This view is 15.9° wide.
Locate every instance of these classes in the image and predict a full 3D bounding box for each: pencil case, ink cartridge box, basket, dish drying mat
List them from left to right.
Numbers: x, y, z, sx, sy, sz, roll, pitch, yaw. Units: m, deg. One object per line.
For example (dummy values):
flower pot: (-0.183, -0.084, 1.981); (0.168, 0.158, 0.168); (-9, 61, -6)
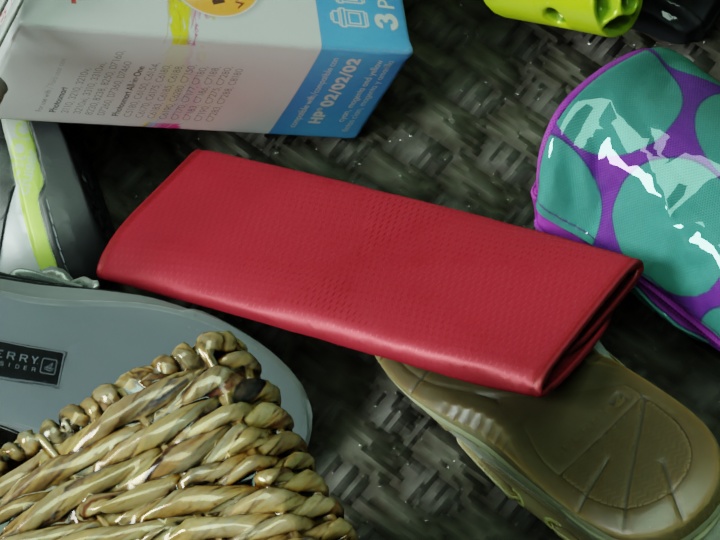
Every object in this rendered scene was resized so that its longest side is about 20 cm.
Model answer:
ink cartridge box: (-0.090, -0.121, 1.000); (0.199, 0.068, 0.116); (2, 61, -23)
basket: (-0.051, 0.142, 0.847); (0.142, 0.200, 0.149); (-29, 64, -5)
dish drying mat: (0.000, 0.000, 0.948); (0.199, 0.018, 0.077); (15, 45, 32)
pencil case: (0.153, 0.009, 0.934); (0.200, 0.085, 0.092); (41, 80, 23)

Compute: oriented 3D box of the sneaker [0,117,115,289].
sneaker: (-0.162, -0.065, 1.037); (0.083, 0.072, 0.201); (-22, 63, 3)

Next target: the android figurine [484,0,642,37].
android figurine: (0.109, -0.174, 1.023); (0.200, 0.041, 0.182); (16, 67, 42)

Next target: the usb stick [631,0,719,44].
usb stick: (0.161, -0.177, 1.047); (0.055, 0.033, 0.200); (26, 72, 26)

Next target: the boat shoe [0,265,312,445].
boat shoe: (-0.116, 0.035, 0.963); (0.199, 0.068, 0.074); (10, 99, -19)

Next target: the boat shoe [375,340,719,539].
boat shoe: (0.065, 0.052, 0.940); (0.074, 0.066, 0.200); (-35, 44, -7)

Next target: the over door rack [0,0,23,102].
over door rack: (-0.214, -0.092, 0.924); (0.199, 0.067, 0.148); (17, 72, 27)
